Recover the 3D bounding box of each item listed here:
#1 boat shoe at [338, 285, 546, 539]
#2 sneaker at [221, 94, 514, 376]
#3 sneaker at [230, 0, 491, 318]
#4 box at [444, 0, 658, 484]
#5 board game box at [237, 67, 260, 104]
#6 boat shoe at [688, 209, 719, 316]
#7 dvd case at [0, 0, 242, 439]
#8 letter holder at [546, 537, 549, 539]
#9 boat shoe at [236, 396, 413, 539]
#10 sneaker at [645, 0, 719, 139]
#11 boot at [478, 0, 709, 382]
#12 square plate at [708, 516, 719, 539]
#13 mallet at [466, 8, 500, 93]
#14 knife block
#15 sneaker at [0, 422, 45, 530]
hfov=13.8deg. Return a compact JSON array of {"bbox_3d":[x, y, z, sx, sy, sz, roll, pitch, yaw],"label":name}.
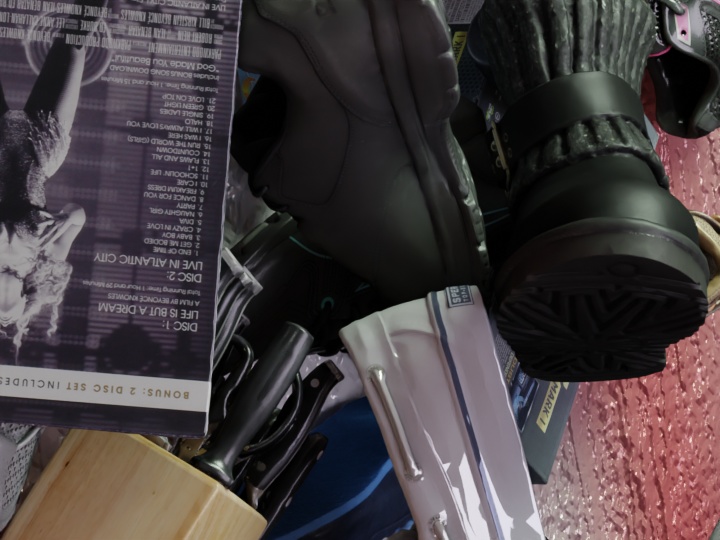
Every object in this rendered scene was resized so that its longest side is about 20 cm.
[{"bbox_3d":[0.038,0.108,1.137,0.074,0.065,0.201,-96,172,-87],"label":"boat shoe"},{"bbox_3d":[0.000,0.000,1.220,0.200,0.075,0.079,-36,87,-34],"label":"sneaker"},{"bbox_3d":[-0.002,-0.041,1.134,0.076,0.090,0.201,-109,-176,-51],"label":"sneaker"},{"bbox_3d":[0.064,-0.025,1.376,0.158,0.051,0.201,48,53,-46],"label":"box"},{"bbox_3d":[-0.002,-0.155,1.220,0.151,0.036,0.201,85,24,-67],"label":"board game box"},{"bbox_3d":[0.140,0.003,1.383,0.200,0.072,0.073,4,90,-59],"label":"boat shoe"},{"bbox_3d":[-0.119,-0.046,1.044,0.016,0.148,0.201,171,-76,-78],"label":"dvd case"},{"bbox_3d":[0.033,0.215,1.256,0.200,0.100,0.143,-12,137,-57],"label":"letter holder"},{"bbox_3d":[-0.009,0.112,1.251,0.200,0.084,0.069,-24,116,-51],"label":"boat shoe"},{"bbox_3d":[0.160,-0.150,1.494,0.086,0.080,0.200,-48,126,-30],"label":"sneaker"},{"bbox_3d":[0.088,-0.048,1.168,0.211,0.079,0.159,99,-9,-79],"label":"boot"},{"bbox_3d":[0.158,0.213,1.279,0.198,0.028,0.201,-55,136,-41],"label":"square plate"},{"bbox_3d":[0.143,-0.130,1.300,0.066,0.199,0.041,51,11,-51],"label":"mallet"},{"bbox_3d":[-0.086,0.094,1.086,0.200,0.064,0.176,-36,148,-49],"label":"knife block"},{"bbox_3d":[-0.117,0.004,1.076,0.075,0.082,0.201,34,65,-52],"label":"sneaker"}]
